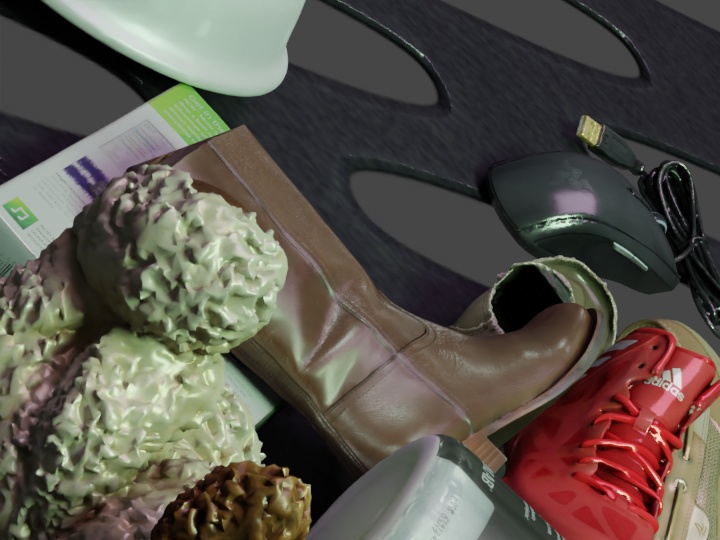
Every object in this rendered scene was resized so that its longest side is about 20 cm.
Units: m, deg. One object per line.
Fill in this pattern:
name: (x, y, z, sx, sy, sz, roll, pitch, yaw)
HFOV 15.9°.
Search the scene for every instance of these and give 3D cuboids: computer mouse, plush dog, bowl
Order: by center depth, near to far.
plush dog: (-0.083, 0.090, 0.884, 0.160, 0.200, 0.172, -22, 60, -20)
bowl: (-0.095, -0.181, 1.236, 0.201, 0.090, 0.201, 31, 23, -15)
computer mouse: (0.145, -0.048, 1.479, 0.200, 0.046, 0.141, 22, 38, -39)

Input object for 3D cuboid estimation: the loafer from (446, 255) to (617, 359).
loafer: (0.088, 0.034, 1.267, 0.075, 0.070, 0.200, 49, 28, 3)

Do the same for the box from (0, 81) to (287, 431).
box: (-0.078, 0.003, 1.115, 0.144, 0.036, 0.200, 48, 29, 1)

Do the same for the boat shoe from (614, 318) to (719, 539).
boat shoe: (0.144, 0.090, 1.272, 0.064, 0.071, 0.200, 32, 32, -27)

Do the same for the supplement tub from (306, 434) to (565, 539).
supplement tub: (0.061, 0.170, 0.996, 0.200, 0.123, 0.123, 44, 28, -7)

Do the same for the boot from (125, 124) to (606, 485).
boot: (0.000, 0.000, 1.113, 0.200, 0.064, 0.186, 45, 36, 2)

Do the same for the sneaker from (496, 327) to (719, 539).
sneaker: (0.110, 0.077, 1.126, 0.078, 0.116, 0.200, 41, 4, -15)
